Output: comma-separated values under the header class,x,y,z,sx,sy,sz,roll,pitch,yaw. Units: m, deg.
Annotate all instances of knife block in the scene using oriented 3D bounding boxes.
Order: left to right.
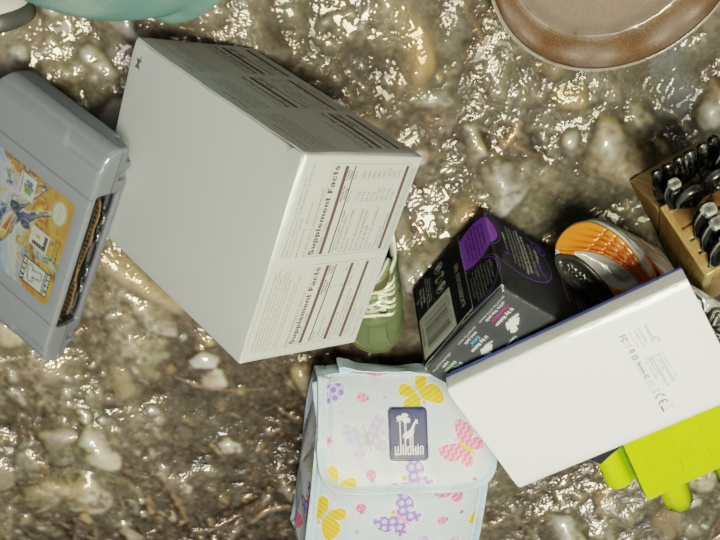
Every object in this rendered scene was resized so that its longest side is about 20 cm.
class,x,y,z,sx,sy,sz,roll,pitch,yaw
knife block,0.297,-0.022,0.803,0.064,0.176,0.200,-30,117,9

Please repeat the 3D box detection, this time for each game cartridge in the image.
class,x,y,z,sx,sy,sz,roll,pitch,yaw
game cartridge,-0.256,-0.043,0.756,0.133,0.042,0.200,33,120,14

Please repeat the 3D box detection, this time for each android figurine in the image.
class,x,y,z,sx,sy,sz,roll,pitch,yaw
android figurine,0.315,0.151,0.971,0.182,0.041,0.200,-28,118,7

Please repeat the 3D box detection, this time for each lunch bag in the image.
class,x,y,z,sx,sy,sz,roll,pitch,yaw
lunch bag,0.028,0.181,0.903,0.169,0.127,0.200,4,110,-12

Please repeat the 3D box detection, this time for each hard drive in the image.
class,x,y,z,sx,sy,sz,roll,pitch,yaw
hard drive,0.187,0.091,0.783,0.200,0.025,0.132,-27,121,16

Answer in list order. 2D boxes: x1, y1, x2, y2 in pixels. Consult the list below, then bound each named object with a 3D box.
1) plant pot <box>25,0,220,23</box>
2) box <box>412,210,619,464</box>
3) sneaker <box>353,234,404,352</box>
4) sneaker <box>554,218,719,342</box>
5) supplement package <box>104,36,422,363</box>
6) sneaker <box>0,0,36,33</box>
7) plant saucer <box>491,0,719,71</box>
class,x,y,z,sx,sy,sz,roll,pitch,yaw
plant pot,-0.149,-0.244,0.637,0.200,0.200,0.134,-44,141,15
box,0.158,0.059,0.851,0.200,0.122,0.106,29,119,-19
sneaker,0.000,0.000,0.823,0.067,0.090,0.200,-13,118,-2
sneaker,0.259,0.022,0.837,0.200,0.092,0.076,45,117,5
supplement package,-0.082,-0.056,0.708,0.111,0.200,0.156,-6,124,-45
sneaker,-0.334,-0.221,0.677,0.201,0.067,0.108,0,119,-5
plant saucer,0.191,-0.245,0.737,0.200,0.032,0.200,-4,131,-5
